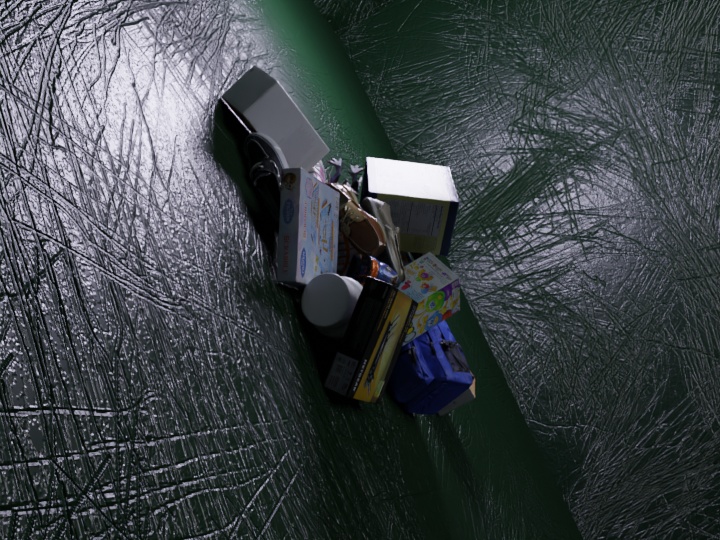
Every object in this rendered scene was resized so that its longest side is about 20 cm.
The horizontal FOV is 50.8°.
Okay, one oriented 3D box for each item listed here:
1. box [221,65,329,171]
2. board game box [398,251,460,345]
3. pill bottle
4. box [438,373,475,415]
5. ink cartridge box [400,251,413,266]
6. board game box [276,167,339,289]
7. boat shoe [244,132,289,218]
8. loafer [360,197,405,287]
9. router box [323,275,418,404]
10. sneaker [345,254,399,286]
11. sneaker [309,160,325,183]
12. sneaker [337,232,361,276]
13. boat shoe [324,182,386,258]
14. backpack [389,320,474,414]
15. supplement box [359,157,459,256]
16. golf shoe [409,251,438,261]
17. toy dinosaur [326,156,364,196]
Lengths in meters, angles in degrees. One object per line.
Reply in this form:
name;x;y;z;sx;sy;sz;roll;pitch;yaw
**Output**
box;-0.173;-0.302;1.560;0.200;0.097;0.124;50;-4;-41
board game box;0.099;0.069;1.585;0.105;0.199;0.104;44;-26;40
pill bottle;-0.024;0.076;1.387;0.200;0.113;0.115;37;27;-63
box;0.204;0.242;1.951;0.201;0.106;0.152;60;13;-6
ink cartridge box;0.058;0.012;1.771;0.083;0.145;0.201;47;19;-55
board game box;-0.092;-0.066;1.395;0.199;0.041;0.202;25;66;-70
boat shoe;-0.178;-0.180;1.440;0.067;0.072;0.201;-6;64;-53
loafer;0.058;-0.061;1.552;0.069;0.075;0.202;-7;71;-28
router box;0.023;0.126;1.322;0.052;0.202;0.157;20;-5;25
sneaker;0.018;0.016;1.500;0.078;0.076;0.200;23;-2;-15
sneaker;-0.113;-0.193;1.684;0.201;0.081;0.088;62;11;6
sneaker;-0.030;-0.055;1.654;0.077;0.077;0.202;62;28;-70
boat shoe;-0.024;-0.103;1.520;0.074;0.076;0.200;21;25;-52
backpack;0.130;0.186;1.656;0.167;0.162;0.201;18;42;-42
supplement box;0.104;-0.147;1.711;0.201;0.197;0.135;-92;-170;-59
golf shoe;0.155;-0.051;1.766;0.078;0.087;0.200;64;10;-8
toy dinosaur;-0.056;-0.173;1.758;0.201;0.104;0.183;-81;-177;-49
